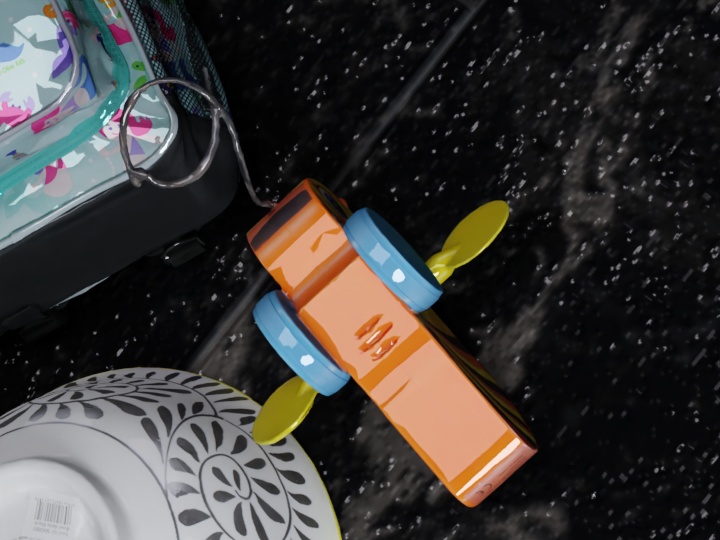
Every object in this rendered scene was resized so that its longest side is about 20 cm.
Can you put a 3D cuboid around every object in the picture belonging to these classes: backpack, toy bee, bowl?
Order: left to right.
[{"bbox_3d":[-0.165,-0.091,1.224,0.177,0.151,0.200,-29,62,15],"label":"backpack"},{"bbox_3d":[-0.115,0.127,1.167,0.201,0.094,0.201,-6,74,21],"label":"bowl"},{"bbox_3d":[0.000,0.000,1.161,0.131,0.109,0.200,-21,93,8],"label":"toy bee"}]
